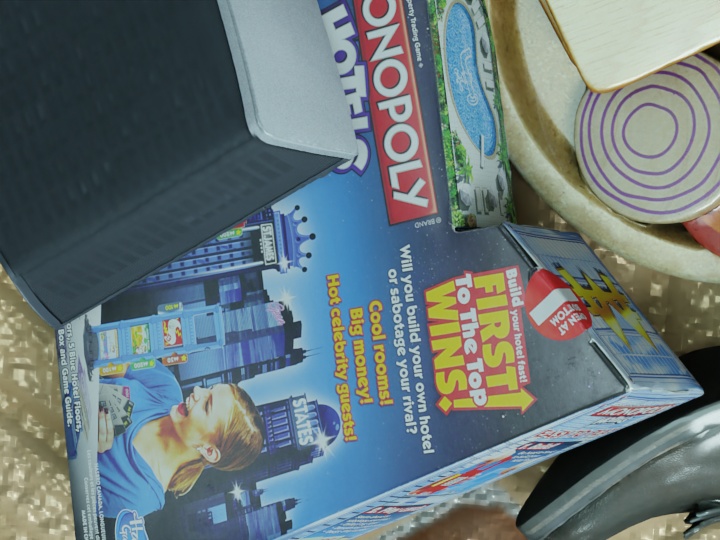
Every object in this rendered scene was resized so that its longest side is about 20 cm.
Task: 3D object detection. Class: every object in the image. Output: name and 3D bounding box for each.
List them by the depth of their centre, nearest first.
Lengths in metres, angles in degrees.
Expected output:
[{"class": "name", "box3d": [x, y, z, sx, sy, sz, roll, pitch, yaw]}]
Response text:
[{"class": "toy sandwich meal", "box3d": [0.118, -0.092, 0.862, 0.205, 0.070, 0.206, 1, 98, 9]}, {"class": "hard drive", "box3d": [-0.090, -0.098, 0.865, 0.135, 0.042, 0.200, -29, 72, 23]}, {"class": "board game box", "box3d": [0.000, 0.000, 0.869, 0.200, 0.062, 0.200, -9, 84, 27]}, {"class": "boot", "box3d": [0.169, 0.097, 0.885, 0.200, 0.069, 0.174, -27, 101, 18]}]
